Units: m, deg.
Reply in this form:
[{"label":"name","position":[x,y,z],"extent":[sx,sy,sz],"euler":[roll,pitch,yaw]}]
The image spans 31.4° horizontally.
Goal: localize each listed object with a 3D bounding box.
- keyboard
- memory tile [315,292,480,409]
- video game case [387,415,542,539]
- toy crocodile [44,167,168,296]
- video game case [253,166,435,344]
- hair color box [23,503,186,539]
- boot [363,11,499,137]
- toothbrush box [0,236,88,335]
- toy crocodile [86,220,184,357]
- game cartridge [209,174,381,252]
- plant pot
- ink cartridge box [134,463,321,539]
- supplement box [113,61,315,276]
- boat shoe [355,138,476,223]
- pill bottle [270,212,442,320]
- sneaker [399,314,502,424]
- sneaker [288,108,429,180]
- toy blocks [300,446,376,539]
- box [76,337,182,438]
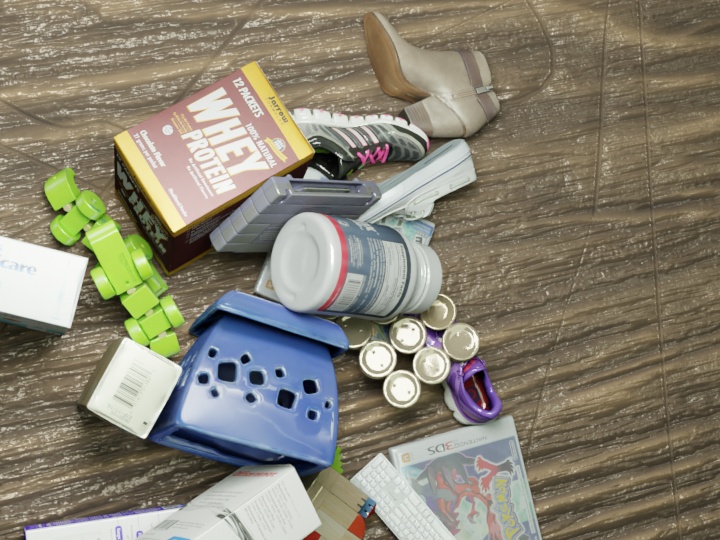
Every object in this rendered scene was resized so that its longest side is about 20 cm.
[{"label":"keyboard","position":[0.072,0.332,1.669],"extent":[0.056,0.011,0.200],"euler":[-41,86,3]},{"label":"memory tile","position":[0.045,0.066,1.658],"extent":[0.153,0.017,0.200],"euler":[-38,80,-11]},{"label":"video game case","position":[0.144,0.313,1.710],"extent":[0.181,0.023,0.202],"euler":[-13,88,-17]},{"label":"toy crocodile","position":[-0.318,-0.041,1.595],"extent":[0.067,0.062,0.200],"euler":[-41,100,20]},{"label":"video game case","position":[-0.019,-0.017,1.696],"extent":[0.199,0.022,0.184],"euler":[23,79,-13]},{"label":"hair color box","position":[-0.303,0.353,1.555],"extent":[0.198,0.065,0.110],"euler":[-5,85,-15]},{"label":"boot","position":[0.102,-0.273,1.740],"extent":[0.145,0.070,0.201],"euler":[-21,92,-23]},{"label":"toothbrush box","position":[-0.402,0.016,1.489],"extent":[0.145,0.200,0.086],"euler":[15,80,-15]},{"label":"toy crocodile","position":[-0.273,0.028,1.554],"extent":[0.067,0.062,0.201],"euler":[-31,118,-7]},{"label":"game cartridge","position":[-0.079,-0.068,1.565],"extent":[0.199,0.129,0.039],"euler":[-2,64,-53]},{"label":"plant pot","position":[-0.131,0.139,1.562],"extent":[0.199,0.200,0.181],"euler":[18,73,-14]},{"label":"ink cartridge box","position":[-0.166,0.314,1.494],"extent":[0.199,0.146,0.085],"euler":[-31,99,-31]},{"label":"supplement box","position":[-0.183,-0.119,1.556],"extent":[0.196,0.200,0.133],"euler":[-31,83,-17]},{"label":"boat shoe","position":[0.073,-0.098,1.683],"extent":[0.199,0.073,0.067],"euler":[-31,106,-14]},{"label":"pill bottle","position":[0.000,0.000,1.564],"extent":[0.199,0.119,0.121],"euler":[9,81,-43]},{"label":"sneaker","position":[0.129,0.111,1.692],"extent":[0.080,0.083,0.201],"euler":[-37,95,-23]},{"label":"sneaker","position":[-0.008,-0.154,1.677],"extent":[0.198,0.074,0.088],"euler":[6,62,-10]},{"label":"toy blocks","position":[-0.046,0.339,1.622],"extent":[0.136,0.100,0.201],"euler":[39,79,-20]},{"label":"box","position":[-0.276,0.139,1.512],"extent":[0.077,0.200,0.095],"euler":[30,77,-11]}]
